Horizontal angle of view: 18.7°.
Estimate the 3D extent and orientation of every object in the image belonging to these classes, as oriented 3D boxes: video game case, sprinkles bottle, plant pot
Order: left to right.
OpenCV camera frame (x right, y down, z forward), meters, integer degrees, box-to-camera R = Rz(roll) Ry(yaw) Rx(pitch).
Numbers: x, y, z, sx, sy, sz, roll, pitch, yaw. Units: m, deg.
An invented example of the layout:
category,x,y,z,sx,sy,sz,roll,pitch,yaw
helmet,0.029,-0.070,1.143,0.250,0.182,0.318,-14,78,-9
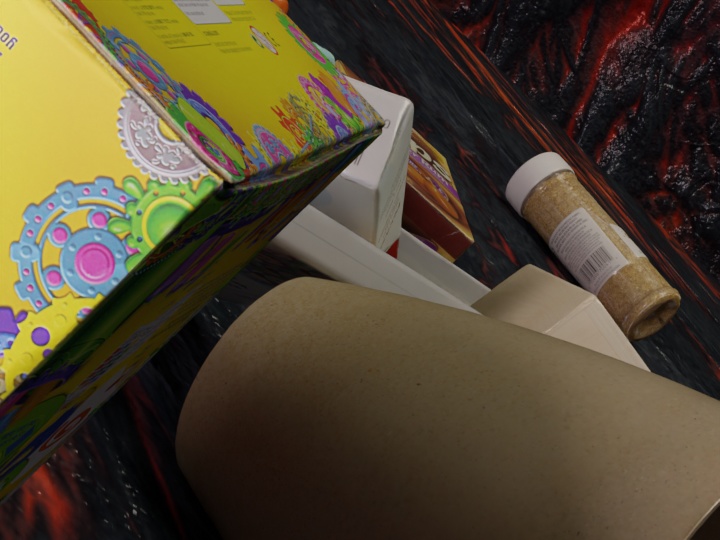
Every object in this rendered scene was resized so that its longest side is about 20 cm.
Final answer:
category,x,y,z,sx,sy,sz,roll,pitch,yaw
video game case,-0.070,-0.020,0.912,0.182,0.024,0.200,13,-13,43
plant pot,0.035,0.091,0.812,0.200,0.188,0.187,33,5,25
sprinkles bottle,0.221,-0.023,2.088,0.200,0.068,0.068,52,13,27

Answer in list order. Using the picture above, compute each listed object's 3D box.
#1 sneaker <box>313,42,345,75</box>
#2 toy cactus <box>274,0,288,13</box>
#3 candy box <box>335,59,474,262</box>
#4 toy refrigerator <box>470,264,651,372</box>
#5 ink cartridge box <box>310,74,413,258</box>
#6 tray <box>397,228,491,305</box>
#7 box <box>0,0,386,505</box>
category,x,y,z,sx,sy,sz,roll,pitch,yaw
sneaker,-0.023,-0.079,1.356,0.078,0.086,0.200,34,16,-42
toy cactus,-0.102,-0.120,1.173,0.164,0.103,0.200,18,3,-19
candy box,0.012,-0.071,1.540,0.117,0.056,0.200,42,11,-16
toy refrigerator,0.080,0.052,0.984,0.070,0.076,0.200,54,-1,-5
ink cartridge box,-0.062,-0.037,0.948,0.159,0.047,0.200,20,-24,7
tray,0.000,0.000,1.225,0.107,0.022,0.200,-1,-23,38
box,-0.114,-0.004,0.508,0.122,0.193,0.200,46,11,1
